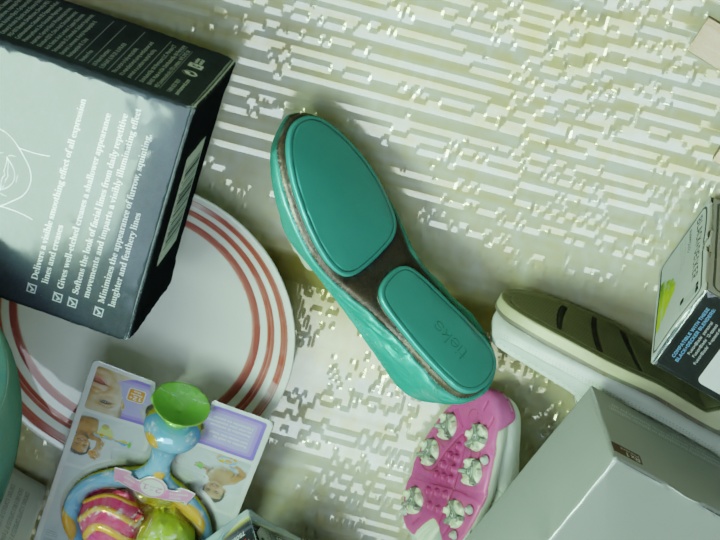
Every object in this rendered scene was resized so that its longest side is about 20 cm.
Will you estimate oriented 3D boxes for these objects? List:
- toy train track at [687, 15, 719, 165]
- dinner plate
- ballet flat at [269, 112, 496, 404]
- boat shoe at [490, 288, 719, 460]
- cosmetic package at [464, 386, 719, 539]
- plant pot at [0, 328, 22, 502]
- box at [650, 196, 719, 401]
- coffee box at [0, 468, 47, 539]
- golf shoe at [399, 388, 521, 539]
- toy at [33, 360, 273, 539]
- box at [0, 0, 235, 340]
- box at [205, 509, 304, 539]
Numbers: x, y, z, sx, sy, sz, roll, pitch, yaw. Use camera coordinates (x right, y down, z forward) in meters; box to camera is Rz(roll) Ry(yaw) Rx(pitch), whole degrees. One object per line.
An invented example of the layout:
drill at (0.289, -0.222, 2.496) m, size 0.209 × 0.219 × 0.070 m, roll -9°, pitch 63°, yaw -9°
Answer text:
toy train track at (0.261, -0.140, 1.671) m, size 0.115 × 0.033 × 0.200 m, roll 32°, pitch 110°, yaw -1°
dinner plate at (-0.137, 0.031, 1.808) m, size 0.200 × 0.024 × 0.200 m, roll 3°, pitch 116°, yaw 6°
ballet flat at (0.000, 0.000, 1.748) m, size 0.200 × 0.067 × 0.070 m, roll 53°, pitch 149°, yaw -8°
boat shoe at (0.159, 0.081, 1.766) m, size 0.200 × 0.075 × 0.068 m, roll 27°, pitch 111°, yaw -7°
cosmetic package at (0.122, 0.178, 1.732) m, size 0.107 × 0.090 × 0.200 m, roll 31°, pitch 109°, yaw -22°
plant pot at (-0.279, 0.082, 1.657) m, size 0.200 × 0.201 × 0.161 m, roll 30°, pitch 141°, yaw -8°
box at (0.267, 0.051, 1.716) m, size 0.200 × 0.117 × 0.060 m, roll 29°, pitch 119°, yaw -9°
coffee box at (-0.336, 0.203, 1.820) m, size 0.200 × 0.200 × 0.198 m, roll 30°, pitch 117°, yaw -9°
golf shoe at (0.072, 0.166, 1.832) m, size 0.091 × 0.075 × 0.200 m, roll 3°, pitch 109°, yaw -35°
toy at (-0.136, 0.152, 1.833) m, size 0.115 × 0.047 × 0.200 m, roll 19°, pitch 127°, yaw -3°
box at (-0.193, -0.072, 1.701) m, size 0.200 × 0.107 × 0.149 m, roll 20°, pitch 111°, yaw 3°
box at (-0.094, 0.238, 1.864) m, size 0.200 × 0.040 × 0.137 m, roll -38°, pitch 135°, yaw 22°
